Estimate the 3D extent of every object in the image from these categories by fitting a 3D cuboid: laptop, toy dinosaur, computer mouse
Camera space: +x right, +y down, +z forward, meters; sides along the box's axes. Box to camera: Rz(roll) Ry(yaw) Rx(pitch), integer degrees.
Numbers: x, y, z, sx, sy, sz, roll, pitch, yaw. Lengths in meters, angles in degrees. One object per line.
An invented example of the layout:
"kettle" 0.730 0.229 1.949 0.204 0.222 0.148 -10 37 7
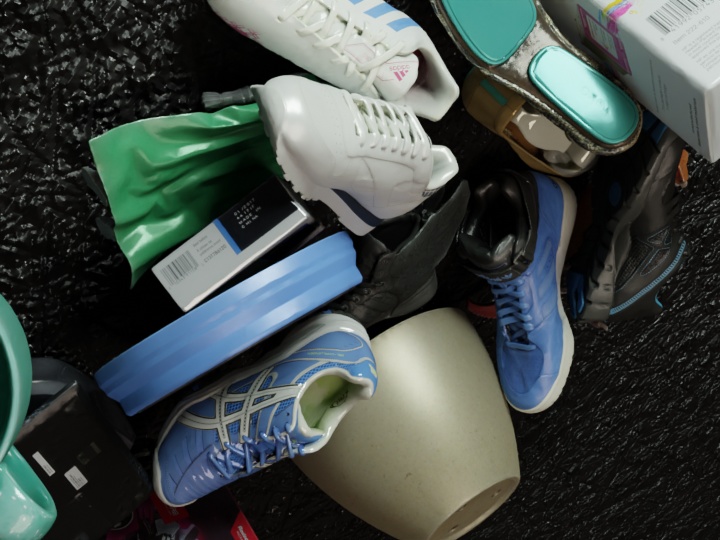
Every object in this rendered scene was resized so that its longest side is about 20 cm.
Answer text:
"laptop" -0.273 0.154 0.857 0.200 0.103 0.177 -40 149 -15
"toy dinosaur" 0.207 -0.036 1.052 0.199 0.105 0.182 -18 135 -24
"computer mouse" -0.227 0.117 0.889 0.138 0.053 0.200 -23 147 -2

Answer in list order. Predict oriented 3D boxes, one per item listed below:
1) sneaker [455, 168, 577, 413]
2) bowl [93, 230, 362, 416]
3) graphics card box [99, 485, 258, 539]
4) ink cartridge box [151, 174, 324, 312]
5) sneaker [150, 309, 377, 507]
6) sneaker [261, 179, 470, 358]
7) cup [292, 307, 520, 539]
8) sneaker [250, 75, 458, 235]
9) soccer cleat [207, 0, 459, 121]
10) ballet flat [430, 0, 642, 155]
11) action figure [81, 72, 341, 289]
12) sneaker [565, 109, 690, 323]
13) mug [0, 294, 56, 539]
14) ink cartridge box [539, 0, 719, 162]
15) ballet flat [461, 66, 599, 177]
"sneaker" 0.121 0.015 0.996 0.111 0.077 0.201 8 88 -47
"bowl" -0.087 0.039 0.840 0.200 0.039 0.201 -30 179 -1
"graphics card box" -0.182 0.244 0.987 0.199 0.126 0.051 -16 139 -27
"ink cartridge box" -0.078 -0.017 0.836 0.099 0.039 0.200 -38 178 0
"sneaker" -0.073 0.110 0.902 0.200 0.077 0.076 -39 124 3
"sneaker" 0.002 0.002 0.958 0.199 0.060 0.104 -31 143 -20
"cup" 0.055 0.151 1.042 0.200 0.143 0.201 -31 154 -17
"sneaker" -0.002 -0.083 0.768 0.080 0.077 0.200 -19 165 17
"soccer cleat" -0.009 -0.151 0.773 0.200 0.086 0.070 16 116 -46
"ballet flat" 0.112 -0.152 0.855 0.200 0.075 0.068 42 83 -8
"action figure" -0.084 -0.082 0.807 0.200 0.055 0.118 -29 140 -25
"sneaker" 0.230 -0.043 0.993 0.082 0.073 0.201 3 129 -12
"mug" -0.269 0.080 0.720 0.151 0.114 0.186 -10 94 -10
"ink cartridge box" 0.228 -0.194 0.837 0.144 0.200 0.085 -36 146 -4
"ballet flat" 0.152 -0.106 0.969 0.200 0.063 0.069 17 116 -47
